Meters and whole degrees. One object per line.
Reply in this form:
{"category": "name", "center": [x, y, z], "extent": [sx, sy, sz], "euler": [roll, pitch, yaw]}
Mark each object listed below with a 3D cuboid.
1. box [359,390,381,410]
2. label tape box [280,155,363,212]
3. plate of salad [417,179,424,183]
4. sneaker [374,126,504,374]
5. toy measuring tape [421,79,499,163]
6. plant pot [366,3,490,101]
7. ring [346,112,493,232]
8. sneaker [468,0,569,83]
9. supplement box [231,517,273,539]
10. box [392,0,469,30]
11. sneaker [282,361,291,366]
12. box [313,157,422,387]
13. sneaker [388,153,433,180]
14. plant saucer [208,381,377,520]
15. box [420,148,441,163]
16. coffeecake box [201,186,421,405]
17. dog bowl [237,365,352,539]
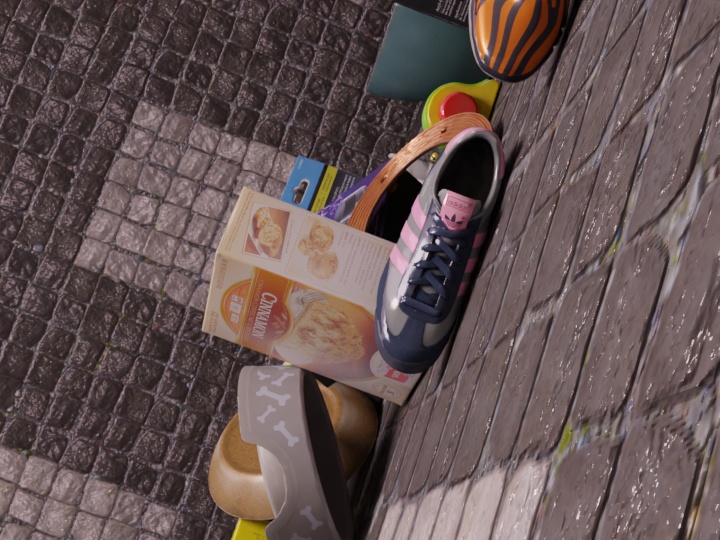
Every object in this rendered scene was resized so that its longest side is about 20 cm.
{"category": "box", "center": [0.006, 0.120, 1.464], "extent": [0.200, 0.043, 0.162], "euler": [119, 170, -79]}
{"category": "label tape box", "center": [-0.020, -0.065, 1.725], "extent": [0.066, 0.198, 0.144], "euler": [110, 179, -48]}
{"category": "plate of salad", "center": [0.028, -0.010, 1.367], "extent": [0.199, 0.048, 0.202], "euler": [-34, 40, 33]}
{"category": "sneaker", "center": [0.060, -0.022, 0.939], "extent": [0.082, 0.069, 0.202], "euler": [106, -179, -72]}
{"category": "toy measuring tape", "center": [0.111, -0.197, 1.285], "extent": [0.074, 0.073, 0.202], "euler": [123, 166, -82]}
{"category": "plant pot", "center": [0.102, -0.284, 1.440], "extent": [0.200, 0.133, 0.202], "euler": [-160, 90, -88]}
{"category": "ring", "center": [0.054, -0.064, 1.140], "extent": [0.200, 0.019, 0.201], "euler": [-38, 29, 26]}
{"category": "sneaker", "center": [0.136, -0.242, 0.883], "extent": [0.112, 0.077, 0.202], "euler": [115, 174, -81]}
{"category": "supplement box", "center": [-0.107, 0.359, 1.299], "extent": [0.109, 0.108, 0.202], "euler": [117, 172, -75]}
{"category": "box", "center": [0.120, -0.339, 1.181], "extent": [0.079, 0.140, 0.202], "euler": [-79, 9, -74]}
{"category": "sneaker", "center": [-0.064, 0.142, 1.466], "extent": [0.106, 0.075, 0.201], "euler": [-73, 3, -47]}
{"category": "box", "center": [0.000, 0.000, 1.255], "extent": [0.141, 0.079, 0.201], "euler": [-37, 29, 33]}
{"category": "sneaker", "center": [0.049, -0.064, 1.476], "extent": [0.201, 0.086, 0.075], "euler": [-74, 7, -45]}
{"category": "plant saucer", "center": [-0.079, 0.179, 1.299], "extent": [0.201, 0.198, 0.036], "euler": [-73, -35, -51]}
{"category": "box", "center": [0.131, -0.247, 1.646], "extent": [0.137, 0.039, 0.202], "euler": [-147, 77, -89]}
{"category": "coffeecake box", "center": [-0.029, 0.027, 1.060], "extent": [0.154, 0.198, 0.074], "euler": [113, 177, -60]}
{"category": "dog bowl", "center": [-0.057, 0.180, 1.126], "extent": [0.200, 0.058, 0.202], "euler": [-15, -90, -86]}
